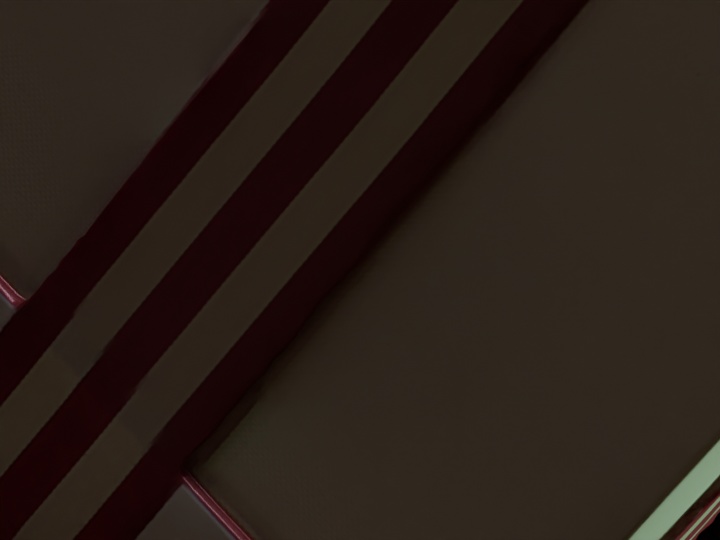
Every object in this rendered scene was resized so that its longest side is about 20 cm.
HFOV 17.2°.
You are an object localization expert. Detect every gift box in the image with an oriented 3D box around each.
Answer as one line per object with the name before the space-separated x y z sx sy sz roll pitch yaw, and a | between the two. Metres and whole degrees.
gift box | 0.013 0.003 0.443 0.200 0.187 0.184 47 16 17
